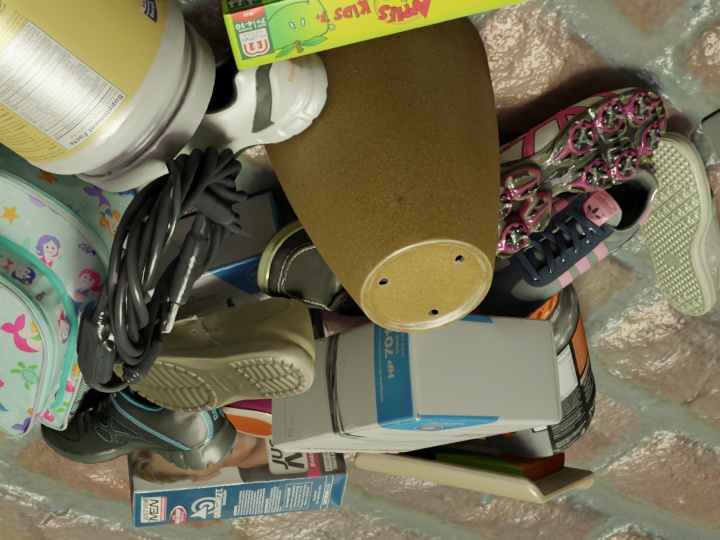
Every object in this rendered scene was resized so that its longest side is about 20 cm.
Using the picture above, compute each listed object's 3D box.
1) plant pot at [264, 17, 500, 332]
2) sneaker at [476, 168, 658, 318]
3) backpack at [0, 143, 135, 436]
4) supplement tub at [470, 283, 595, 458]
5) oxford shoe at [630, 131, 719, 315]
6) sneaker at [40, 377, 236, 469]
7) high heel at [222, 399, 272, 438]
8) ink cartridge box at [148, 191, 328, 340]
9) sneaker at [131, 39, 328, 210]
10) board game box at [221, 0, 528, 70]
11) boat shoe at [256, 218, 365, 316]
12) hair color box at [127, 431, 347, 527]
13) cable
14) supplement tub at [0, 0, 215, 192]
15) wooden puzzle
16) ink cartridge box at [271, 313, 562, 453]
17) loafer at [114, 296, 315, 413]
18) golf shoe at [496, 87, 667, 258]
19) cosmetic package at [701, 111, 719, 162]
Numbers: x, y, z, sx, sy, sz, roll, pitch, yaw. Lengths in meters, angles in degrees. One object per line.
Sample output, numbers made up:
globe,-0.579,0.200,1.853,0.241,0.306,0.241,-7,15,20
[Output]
plant pot,0.025,-0.061,0.945,0.183,0.202,0.188,-8,140,-7
sneaker,0.165,-0.030,1.065,0.199,0.070,0.082,-33,168,-37
backpack,-0.250,0.004,0.964,0.176,0.151,0.201,32,121,2
supplement tub,0.142,0.069,1.182,0.121,0.124,0.201,-18,139,4
oxford shoe,0.282,-0.046,1.151,0.058,0.075,0.201,-47,136,-25
sneaker,-0.202,0.120,1.156,0.197,0.074,0.083,-3,126,27
high heel,-0.053,0.103,1.215,0.197,0.098,0.068,9,155,-12
ink cartridge box,-0.096,0.038,1.119,0.114,0.068,0.201,-17,139,3
sneaker,-0.116,-0.105,0.930,0.199,0.075,0.079,-33,149,33
board game box,0.005,-0.202,0.857,0.197,0.103,0.048,-14,141,-1
boat shoe,0.000,0.001,1.058,0.200,0.066,0.073,3,109,-54
hair color box,-0.118,0.174,1.238,0.197,0.101,0.061,-4,139,-13
cable,-0.124,-0.007,0.887,0.050,0.163,0.201,34,144,9
supplement tub,-0.200,-0.151,0.820,0.145,0.147,0.199,-33,136,21
wooden puzzle,0.113,0.183,1.260,0.182,0.038,0.199,7,177,26
ink cartridge box,0.039,0.093,1.050,0.145,0.087,0.199,5,166,-35
loafer,-0.111,0.062,1.030,0.197,0.069,0.076,-4,138,32
golf shoe,0.150,-0.091,1.052,0.198,0.092,0.073,-31,119,-10
cosmetic package,0.425,-0.080,1.101,0.198,0.124,0.200,-32,138,19
